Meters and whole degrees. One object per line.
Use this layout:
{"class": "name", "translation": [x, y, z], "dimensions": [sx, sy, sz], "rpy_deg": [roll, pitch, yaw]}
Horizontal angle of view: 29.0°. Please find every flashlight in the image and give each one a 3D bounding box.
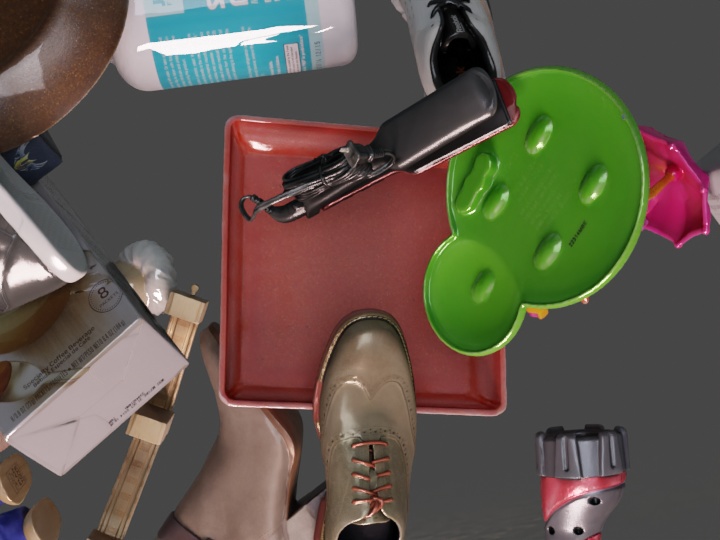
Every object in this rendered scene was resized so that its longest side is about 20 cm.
{"class": "flashlight", "translation": [0.163, 0.212, 0.983], "dimensions": [0.067, 0.068, 0.202], "rpy_deg": [-5, 89, -5]}

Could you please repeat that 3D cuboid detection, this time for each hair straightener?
{"class": "hair straightener", "translation": [-0.001, -0.076, 0.881], "dimensions": [0.199, 0.077, 0.041], "rpy_deg": [-21, 76, 24]}

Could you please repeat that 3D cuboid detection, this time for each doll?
{"class": "doll", "translation": [-0.313, 0.188, 0.961], "dimensions": [0.199, 0.049, 0.137], "rpy_deg": [-24, 110, 13]}

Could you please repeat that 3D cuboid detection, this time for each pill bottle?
{"class": "pill bottle", "translation": [-0.105, -0.184, 0.952], "dimensions": [0.198, 0.111, 0.112], "rpy_deg": [-8, 90, -2]}

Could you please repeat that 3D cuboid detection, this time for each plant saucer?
{"class": "plant saucer", "translation": [-0.247, -0.165, 0.891], "dimensions": [0.199, 0.037, 0.202], "rpy_deg": [-6, 64, 13]}
{"class": "plant saucer", "translation": [0.000, 0.000, 0.962], "dimensions": [0.198, 0.037, 0.201], "rpy_deg": [3, 76, -13]}

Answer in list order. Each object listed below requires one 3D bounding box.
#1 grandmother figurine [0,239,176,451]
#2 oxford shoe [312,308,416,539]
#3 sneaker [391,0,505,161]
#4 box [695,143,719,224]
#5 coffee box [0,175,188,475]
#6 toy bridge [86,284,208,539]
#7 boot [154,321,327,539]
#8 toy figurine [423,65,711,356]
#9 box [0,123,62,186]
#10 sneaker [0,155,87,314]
{"class": "grandmother figurine", "translation": [-0.207, 0.056, 0.975], "dimensions": [0.200, 0.061, 0.121], "rpy_deg": [-41, 98, 1]}
{"class": "oxford shoe", "translation": [0.009, 0.126, 0.892], "dimensions": [0.070, 0.075, 0.202], "rpy_deg": [-4, 108, -11]}
{"class": "sneaker", "translation": [0.064, -0.178, 0.962], "dimensions": [0.073, 0.080, 0.201], "rpy_deg": [-15, 74, -2]}
{"class": "box", "translation": [0.363, -0.060, 0.925], "dimensions": [0.200, 0.199, 0.172], "rpy_deg": [-36, 92, -2]}
{"class": "coffee box", "translation": [-0.219, 0.018, 0.918], "dimensions": [0.114, 0.080, 0.200], "rpy_deg": [-41, 59, -3]}
{"class": "toy bridge", "translation": [-0.147, 0.105, 0.971], "dimensions": [0.027, 0.067, 0.201], "rpy_deg": [19, 90, -2]}
{"class": "boot", "translation": [-0.093, 0.158, 0.978], "dimensions": [0.146, 0.070, 0.200], "rpy_deg": [-41, 80, 9]}
{"class": "toy figurine", "translation": [0.158, -0.031, 0.942], "dimensions": [0.150, 0.183, 0.201], "rpy_deg": [46, 117, 31]}
{"class": "box", "translation": [-0.309, -0.104, 0.930], "dimensions": [0.157, 0.051, 0.200], "rpy_deg": [-36, 60, -1]}
{"class": "sneaker", "translation": [-0.262, -0.046, 0.825], "dimensions": [0.099, 0.071, 0.200], "rpy_deg": [-35, 109, 7]}
